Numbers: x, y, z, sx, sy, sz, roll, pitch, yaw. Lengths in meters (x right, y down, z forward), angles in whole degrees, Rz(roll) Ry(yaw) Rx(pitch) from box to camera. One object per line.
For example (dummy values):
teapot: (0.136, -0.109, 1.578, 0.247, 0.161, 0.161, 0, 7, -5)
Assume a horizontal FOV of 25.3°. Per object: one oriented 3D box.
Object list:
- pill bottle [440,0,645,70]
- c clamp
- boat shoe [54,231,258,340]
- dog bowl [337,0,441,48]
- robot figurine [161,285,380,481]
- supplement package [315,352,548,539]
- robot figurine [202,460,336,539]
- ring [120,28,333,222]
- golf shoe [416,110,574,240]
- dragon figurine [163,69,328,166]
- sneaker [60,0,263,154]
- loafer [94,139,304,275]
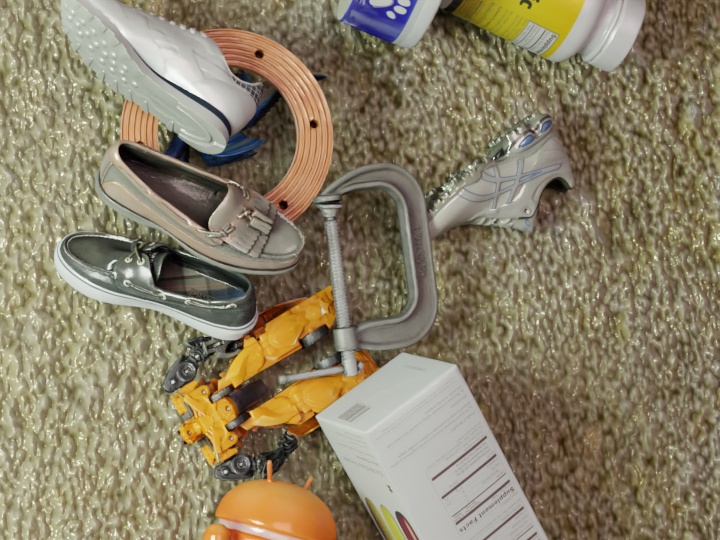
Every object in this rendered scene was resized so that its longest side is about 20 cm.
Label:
pill bottle: (0.180, -0.279, 1.612, 0.198, 0.111, 0.112, 23, 73, -12)
c clamp: (0.000, 0.000, 1.487, 0.169, 0.027, 0.202, -2, 87, -28)
boat shoe: (-0.184, 0.001, 1.456, 0.198, 0.057, 0.069, 19, 51, 6)
dog bowl: (0.046, -0.320, 1.541, 0.078, 0.200, 0.202, 18, 74, -9)
robot figurine: (-0.087, 0.107, 1.490, 0.199, 0.058, 0.146, -30, 88, -20)
supplement package: (0.067, 0.193, 1.464, 0.109, 0.114, 0.201, -34, 106, -20)
robot figurine: (-0.086, 0.274, 1.424, 0.143, 0.117, 0.202, 17, 79, -14)
ring: (-0.123, -0.124, 1.484, 0.198, 0.019, 0.203, 2, 80, -11)
golf shoe: (0.133, -0.070, 1.585, 0.199, 0.078, 0.098, -37, 97, -18)
dragon figurine: (-0.125, -0.133, 1.525, 0.198, 0.059, 0.101, -9, 84, -14)
sneaker: (-0.181, -0.193, 1.445, 0.200, 0.076, 0.081, 40, 65, -7)
loafer: (-0.139, -0.056, 1.422, 0.198, 0.063, 0.072, 22, 59, -6)
